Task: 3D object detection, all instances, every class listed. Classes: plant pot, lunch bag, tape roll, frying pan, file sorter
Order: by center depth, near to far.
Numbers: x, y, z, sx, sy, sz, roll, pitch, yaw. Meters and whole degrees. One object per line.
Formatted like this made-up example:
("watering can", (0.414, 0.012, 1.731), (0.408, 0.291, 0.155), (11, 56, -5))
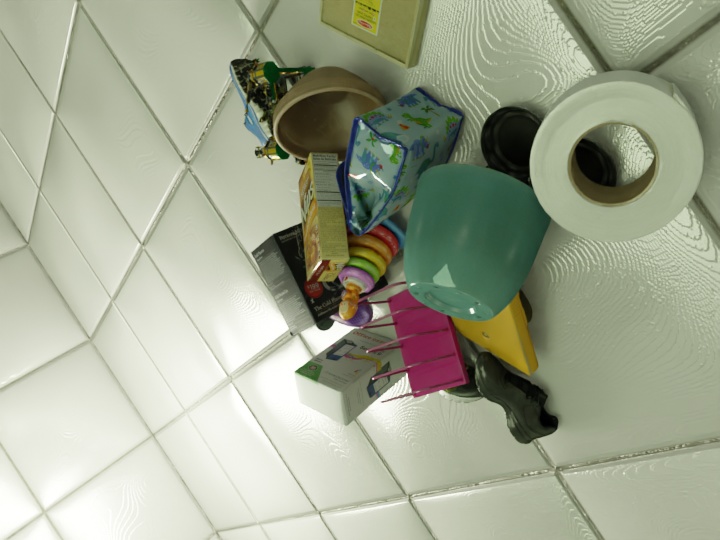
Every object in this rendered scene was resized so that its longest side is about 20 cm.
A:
("tape roll", (0.317, -0.142, 0.793), (0.200, 0.071, 0.205), (11, 119, 20))
("plant pot", (0.149, -0.027, 0.892), (0.198, 0.163, 0.201), (20, 162, 7))
("frying pan", (0.268, -0.114, 0.898), (0.189, 0.031, 0.115), (-33, 101, 38))
("frying pan", (0.223, -0.159, 0.957), (0.114, 0.031, 0.192), (35, 137, 22))
("lunch bag", (0.056, -0.167, 1.019), (0.127, 0.169, 0.202), (36, 139, 23))
("plant pot", (-0.053, -0.278, 1.082), (0.201, 0.198, 0.094), (-42, 49, 51))
("file sorter", (0.085, 0.130, 1.164), (0.138, 0.124, 0.203), (-27, 72, 45))

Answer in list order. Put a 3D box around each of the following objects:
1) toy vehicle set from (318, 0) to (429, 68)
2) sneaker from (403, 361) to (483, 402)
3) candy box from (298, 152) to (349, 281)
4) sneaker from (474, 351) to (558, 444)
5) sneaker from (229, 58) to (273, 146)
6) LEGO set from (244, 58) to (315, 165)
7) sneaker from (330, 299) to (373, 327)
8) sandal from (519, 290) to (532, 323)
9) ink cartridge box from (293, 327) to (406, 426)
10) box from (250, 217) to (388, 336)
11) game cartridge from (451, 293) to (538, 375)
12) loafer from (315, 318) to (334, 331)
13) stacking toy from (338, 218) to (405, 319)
("toy vehicle set", (0.017, -0.419, 1.003), (0.199, 0.026, 0.125), (36, 137, 25))
("sneaker", (0.161, 0.184, 1.222), (0.198, 0.074, 0.086), (20, 128, 37))
("candy box", (-0.068, -0.093, 1.132), (0.115, 0.054, 0.203), (131, 135, -64))
("sneaker", (0.279, 0.218, 1.127), (0.090, 0.076, 0.201), (-26, 110, 42))
("sneaker", (-0.212, -0.324, 1.270), (0.089, 0.078, 0.202), (-16, 104, 47))
("LEGO set", (-0.155, -0.291, 1.177), (0.115, 0.153, 0.203), (4, 115, 45))
("sneaker", (-0.068, 0.066, 1.332), (0.198, 0.088, 0.081), (27, 103, 4))
("sandal", (0.201, 0.009, 1.059), (0.069, 0.078, 0.213), (-28, 99, 45))
("ink cartridge box", (-0.019, 0.216, 1.335), (0.144, 0.199, 0.089), (15, 123, 40))
("box", (-0.078, -0.003, 1.234), (0.104, 0.199, 0.184), (-31, 87, 51))
("game cartridge", (0.207, 0.069, 1.056), (0.176, 0.032, 0.201), (31, 155, 44))
("loafer", (-0.107, 0.035, 1.423), (0.063, 0.071, 0.203), (8, 116, 66))
("stacking toy", (0.000, 0.000, 1.150), (0.109, 0.202, 0.115), (37, 148, -26))
